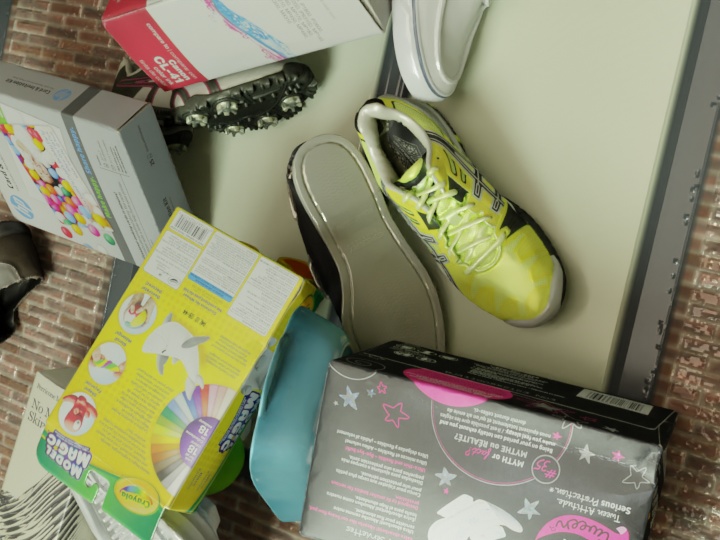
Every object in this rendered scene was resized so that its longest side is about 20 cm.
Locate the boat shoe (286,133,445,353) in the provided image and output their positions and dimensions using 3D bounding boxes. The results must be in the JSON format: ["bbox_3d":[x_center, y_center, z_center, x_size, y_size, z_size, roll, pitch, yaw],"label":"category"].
[{"bbox_3d":[0.000,0.000,0.813,0.074,0.060,0.200,-27,93,-13],"label":"boat shoe"}]

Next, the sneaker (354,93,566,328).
[{"bbox_3d":[0.059,-0.039,0.770,0.075,0.076,0.200,-47,68,19],"label":"sneaker"}]

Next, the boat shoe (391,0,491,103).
[{"bbox_3d":[0.069,-0.215,0.771,0.065,0.074,0.200,6,93,35],"label":"boat shoe"}]

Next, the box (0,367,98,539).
[{"bbox_3d":[-0.253,0.188,0.955,0.082,0.068,0.200,23,101,29],"label":"box"}]

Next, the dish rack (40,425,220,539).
[{"bbox_3d":[-0.154,0.196,0.855,0.171,0.044,0.200,30,147,27],"label":"dish rack"}]

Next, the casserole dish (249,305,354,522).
[{"bbox_3d":[-0.030,0.104,0.764,0.039,0.200,0.121,11,66,12],"label":"casserole dish"}]

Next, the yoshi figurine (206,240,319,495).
[{"bbox_3d":[-0.096,0.087,0.845,0.112,0.112,0.200,29,106,22],"label":"yoshi figurine"}]

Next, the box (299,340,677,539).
[{"bbox_3d":[0.082,0.126,0.702,0.200,0.132,0.115,14,96,18],"label":"box"}]

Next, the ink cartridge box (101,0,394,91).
[{"bbox_3d":[-0.069,-0.224,0.814,0.200,0.086,0.148,-6,51,30],"label":"ink cartridge box"}]

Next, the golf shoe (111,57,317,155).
[{"bbox_3d":[-0.126,-0.147,0.887,0.200,0.077,0.088,-10,78,30],"label":"golf shoe"}]

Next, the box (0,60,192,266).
[{"bbox_3d":[-0.230,-0.084,0.913,0.200,0.041,0.156,20,142,30],"label":"box"}]

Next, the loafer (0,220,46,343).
[{"bbox_3d":[-0.355,0.046,1.018,0.200,0.073,0.071,-49,66,21],"label":"loafer"}]

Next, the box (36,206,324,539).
[{"bbox_3d":[-0.125,0.071,0.763,0.117,0.048,0.200,29,83,23],"label":"box"}]
